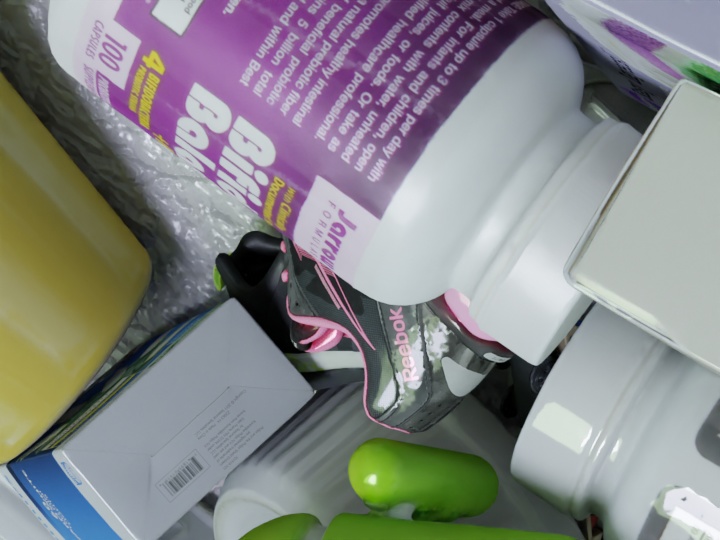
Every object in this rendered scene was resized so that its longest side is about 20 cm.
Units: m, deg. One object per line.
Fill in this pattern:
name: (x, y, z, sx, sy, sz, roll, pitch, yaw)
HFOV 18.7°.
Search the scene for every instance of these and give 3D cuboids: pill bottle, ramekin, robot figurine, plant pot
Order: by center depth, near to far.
pill bottle: (0.003, -0.059, 0.731, 0.200, 0.112, 0.112, 36, 140, 9)
robot figurine: (0.022, 0.154, 0.834, 0.200, 0.176, 0.116, 4, 173, 11)
pill bottle: (0.165, 0.091, 0.843, 0.200, 0.114, 0.114, 31, 138, 17)
ramekin: (0.016, 0.144, 0.988, 0.202, 0.094, 0.203, 42, 151, 31)
plant pot: (-0.209, -0.013, 1.026, 0.189, 0.201, 0.201, 40, 142, -17)

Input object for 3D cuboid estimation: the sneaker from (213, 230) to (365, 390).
sneaker: (0.000, 0.000, 0.939, 0.200, 0.072, 0.083, -19, 109, 47)

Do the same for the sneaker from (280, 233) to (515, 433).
sneaker: (-0.009, -0.016, 0.875, 0.095, 0.079, 0.200, -52, 54, 21)

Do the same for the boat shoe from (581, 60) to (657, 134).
boat shoe: (0.051, -0.060, 0.821, 0.202, 0.086, 0.075, 39, 116, 12)

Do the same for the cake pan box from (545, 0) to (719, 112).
cake pan box: (0.155, -0.054, 0.695, 0.184, 0.052, 0.200, 32, -177, 15)

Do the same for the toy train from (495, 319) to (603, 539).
toy train: (0.092, 0.092, 0.959, 0.034, 0.046, 0.200, 32, 144, 43)

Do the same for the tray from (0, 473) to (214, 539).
tray: (-0.148, 0.114, 1.139, 0.200, 0.107, 0.022, 36, 126, 11)

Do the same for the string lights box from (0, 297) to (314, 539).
string lights box: (-0.100, 0.077, 1.015, 0.059, 0.103, 0.200, 50, 162, -6)

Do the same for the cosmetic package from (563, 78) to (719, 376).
cosmetic package: (0.145, 0.010, 0.703, 0.105, 0.071, 0.200, 31, -178, 19)
